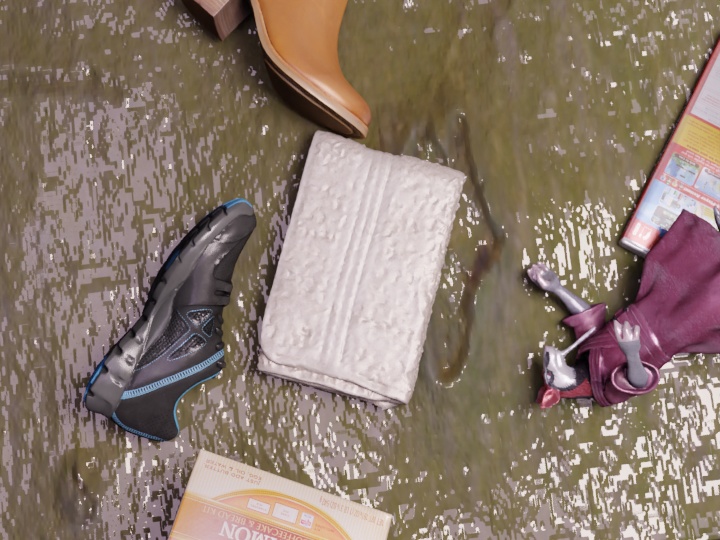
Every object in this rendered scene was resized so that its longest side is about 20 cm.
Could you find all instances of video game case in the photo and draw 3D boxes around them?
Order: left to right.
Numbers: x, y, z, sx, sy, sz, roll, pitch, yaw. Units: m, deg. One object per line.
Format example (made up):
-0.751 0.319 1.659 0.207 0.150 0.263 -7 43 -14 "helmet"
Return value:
0.314 -0.077 0.970 0.142 0.017 0.202 27 83 4 "video game case"

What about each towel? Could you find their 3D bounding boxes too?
0.000 0.000 0.955 0.131 0.034 0.202 15 81 1 "towel"

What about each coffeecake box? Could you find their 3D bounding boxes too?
-0.078 0.252 0.855 0.152 0.073 0.202 19 59 -4 "coffeecake box"

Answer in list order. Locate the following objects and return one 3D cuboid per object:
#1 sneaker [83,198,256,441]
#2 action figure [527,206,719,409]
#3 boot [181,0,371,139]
-0.132 0.038 0.941 0.081 0.073 0.201 33 89 -11 "sneaker"
0.219 0.048 0.926 0.199 0.134 0.149 -38 122 14 "action figure"
-0.029 -0.217 0.968 0.200 0.074 0.155 43 80 3 "boot"
